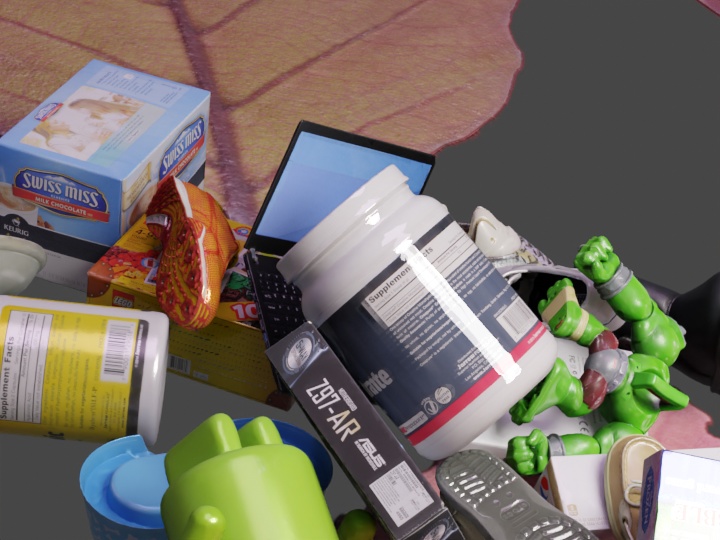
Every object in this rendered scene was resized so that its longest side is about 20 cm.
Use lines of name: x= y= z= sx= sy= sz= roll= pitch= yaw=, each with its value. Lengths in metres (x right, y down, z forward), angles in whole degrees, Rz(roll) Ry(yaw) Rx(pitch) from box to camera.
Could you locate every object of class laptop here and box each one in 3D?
laptop: x=0.000 y=0.000 z=1.622 sx=0.177 sy=0.103 sz=0.201 roll=11 pitch=56 yaw=-47

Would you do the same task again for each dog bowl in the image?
dog bowl: x=-0.120 y=0.174 z=1.505 sx=0.199 sy=0.050 sz=0.112 roll=-7 pitch=36 yaw=-23

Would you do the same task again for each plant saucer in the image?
plant saucer: x=-0.361 y=0.016 z=1.626 sx=0.199 sy=0.200 sz=0.051 roll=-3 pitch=78 yaw=-17

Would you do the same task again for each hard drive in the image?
hard drive: x=0.143 y=0.107 z=1.635 sx=0.199 sy=0.026 sz=0.132 roll=10 pitch=46 yaw=-14

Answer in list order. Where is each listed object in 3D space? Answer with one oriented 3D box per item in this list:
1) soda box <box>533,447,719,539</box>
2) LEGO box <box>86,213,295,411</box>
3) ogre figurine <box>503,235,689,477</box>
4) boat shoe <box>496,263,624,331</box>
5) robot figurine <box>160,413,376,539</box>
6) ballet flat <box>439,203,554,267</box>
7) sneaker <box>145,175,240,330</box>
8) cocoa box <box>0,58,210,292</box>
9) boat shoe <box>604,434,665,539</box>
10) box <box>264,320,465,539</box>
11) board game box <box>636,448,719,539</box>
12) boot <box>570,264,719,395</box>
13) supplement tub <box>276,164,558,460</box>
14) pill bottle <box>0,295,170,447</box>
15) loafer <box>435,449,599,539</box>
soda box: x=0.240 y=0.185 z=1.538 sx=0.199 sy=0.064 sz=0.068 roll=-2 pitch=56 yaw=-14
LEGO box: x=-0.120 y=0.027 z=1.706 sx=0.199 sy=0.078 sz=0.149 roll=17 pitch=34 yaw=13
ogre figurine: x=0.196 y=0.088 z=1.580 sx=0.120 sy=0.098 sz=0.201 roll=29 pitch=52 yaw=-19
boat shoe: x=0.142 y=0.022 z=1.705 sx=0.199 sy=0.074 sz=0.065 roll=-11 pitch=-19 yaw=44
robot figurine: x=-0.072 y=0.203 z=1.376 sx=0.175 sy=0.116 sz=0.201 roll=11 pitch=51 yaw=-48
ballet flat: x=0.091 y=-0.029 z=1.851 sx=0.199 sy=0.072 sz=0.072 roll=7 pitch=32 yaw=-3
sneaker: x=-0.130 y=-0.015 z=1.627 sx=0.077 sy=0.073 sz=0.200 roll=26 pitch=26 yaw=-22
cocoa box: x=-0.239 y=-0.089 z=1.810 sx=0.133 sy=0.132 sz=0.200 roll=17 pitch=33 yaw=13
boat shoe: x=0.235 y=0.208 z=1.446 sx=0.073 sy=0.063 sz=0.202 roll=-2 pitch=61 yaw=-14
box: x=0.016 y=0.152 z=1.444 sx=0.043 sy=0.160 sz=0.200 roll=-35 pitch=53 yaw=-4
board game box: x=0.289 y=0.243 z=1.370 sx=0.199 sy=0.041 sz=0.201 roll=11 pitch=71 yaw=-8
boot: x=0.257 y=0.035 z=1.696 sx=0.167 sy=0.200 sz=0.077 roll=20 pitch=70 yaw=15
supplement tub: x=0.044 y=0.033 z=1.513 sx=0.200 sy=0.140 sz=0.140 roll=50 pitch=41 yaw=1
pill bottle: x=-0.257 y=0.078 z=1.564 sx=0.199 sy=0.112 sz=0.112 roll=7 pitch=32 yaw=-3
loafer: x=0.129 y=0.217 z=1.470 sx=0.075 sy=0.070 sz=0.200 roll=-22 pitch=45 yaw=-21
